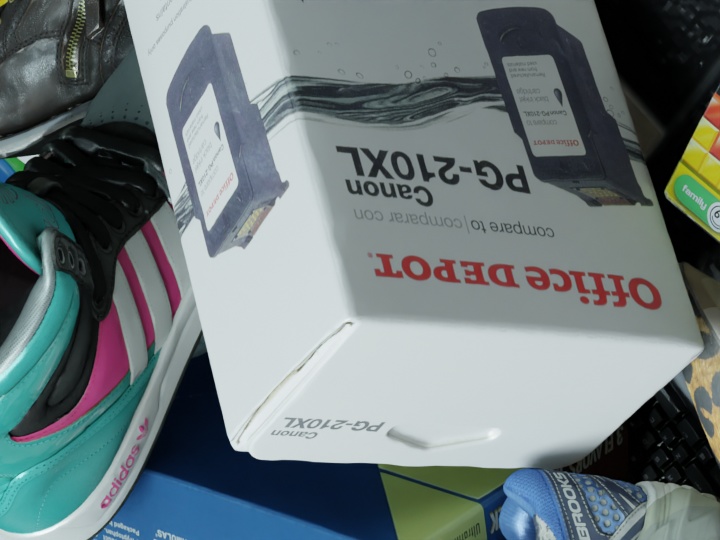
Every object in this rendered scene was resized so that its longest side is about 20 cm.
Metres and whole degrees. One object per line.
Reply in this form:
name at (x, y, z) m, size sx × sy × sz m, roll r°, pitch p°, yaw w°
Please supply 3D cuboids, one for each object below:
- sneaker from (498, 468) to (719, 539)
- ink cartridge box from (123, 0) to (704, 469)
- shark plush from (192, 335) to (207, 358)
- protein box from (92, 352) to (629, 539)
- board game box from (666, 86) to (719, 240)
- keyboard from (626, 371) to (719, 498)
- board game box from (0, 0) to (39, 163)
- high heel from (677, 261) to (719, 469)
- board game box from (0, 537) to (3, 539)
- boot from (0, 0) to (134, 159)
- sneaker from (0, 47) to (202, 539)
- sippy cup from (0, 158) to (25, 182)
sneaker at (0.050, 0.151, 0.895) m, size 0.085 × 0.200 × 0.077 m, roll 19°, pitch 150°, yaw 3°
ink cartridge box at (0.013, -0.042, 0.933) m, size 0.084 × 0.145 × 0.200 m, roll -46°, pitch 50°, yaw 44°
shark plush at (0.000, 0.000, 1.033) m, size 0.200 × 0.083 × 0.091 m, roll 4°, pitch 80°, yaw 22°
protein box at (-0.015, 0.143, 1.043) m, size 0.198 × 0.135 × 0.200 m, roll 14°, pitch 119°, yaw 37°
board game box at (0.210, -0.034, 0.859) m, size 0.200 × 0.057 × 0.165 m, roll 41°, pitch 127°, yaw 27°
keyboard at (0.064, 0.037, 1.046) m, size 0.200 × 0.021 × 0.127 m, roll 56°, pitch 131°, yaw 18°
board game box at (-0.084, -0.077, 1.140) m, size 0.200 × 0.035 × 0.126 m, roll 36°, pitch 124°, yaw 30°
high heel at (0.126, 0.107, 0.968) m, size 0.143 × 0.071 × 0.200 m, roll -36°, pitch 85°, yaw 35°
board game box at (-0.170, 0.095, 1.140) m, size 0.056 × 0.200 × 0.196 m, roll -108°, pitch 12°, yaw -65°
boot at (-0.117, -0.134, 1.091) m, size 0.200 × 0.069 × 0.174 m, roll -6°, pitch 96°, yaw 32°
sneaker at (-0.106, -0.017, 0.947) m, size 0.084 × 0.121 × 0.200 m, roll 7°, pitch 68°, yaw 29°
sippy cup at (-0.208, 0.010, 1.211) m, size 0.178 × 0.130 × 0.140 m, roll 46°, pitch 128°, yaw 23°
